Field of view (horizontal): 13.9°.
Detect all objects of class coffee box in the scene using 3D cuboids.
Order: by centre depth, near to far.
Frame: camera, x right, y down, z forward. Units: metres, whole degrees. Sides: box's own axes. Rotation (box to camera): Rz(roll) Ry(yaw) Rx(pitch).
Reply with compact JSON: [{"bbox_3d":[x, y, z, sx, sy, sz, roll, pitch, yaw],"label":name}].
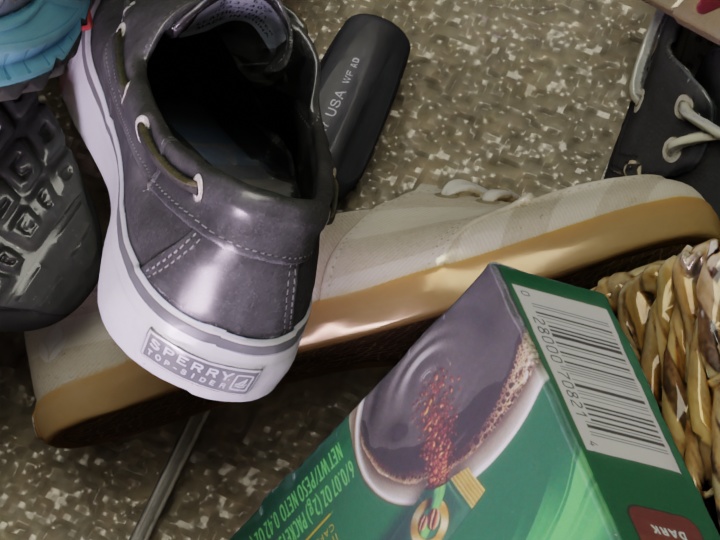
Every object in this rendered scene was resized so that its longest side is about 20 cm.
[{"bbox_3d":[0.041,0.109,0.692,0.044,0.123,0.200,18,38,-38],"label":"coffee box"}]

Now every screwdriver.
[{"bbox_3d":[-0.028,0.011,0.875,0.029,0.028,0.200,26,69,-16],"label":"screwdriver"}]

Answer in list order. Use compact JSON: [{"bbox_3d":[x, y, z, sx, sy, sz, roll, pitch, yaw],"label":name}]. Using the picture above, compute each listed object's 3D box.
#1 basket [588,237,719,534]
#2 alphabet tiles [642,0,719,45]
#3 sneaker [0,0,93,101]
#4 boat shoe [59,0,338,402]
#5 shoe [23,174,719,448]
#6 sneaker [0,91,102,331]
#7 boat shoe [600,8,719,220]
[{"bbox_3d":[0.102,0.115,0.770,0.149,0.143,0.200,17,57,-39],"label":"basket"},{"bbox_3d":[0.178,-0.110,0.811,0.167,0.008,0.200,-47,36,-4],"label":"alphabet tiles"},{"bbox_3d":[-0.097,-0.124,0.812,0.079,0.096,0.200,0,30,3],"label":"sneaker"},{"bbox_3d":[-0.039,-0.045,0.780,0.070,0.066,0.200,20,26,-13],"label":"boat shoe"},{"bbox_3d":[0.000,0.000,0.825,0.200,0.070,0.053,-14,74,5],"label":"shoe"},{"bbox_3d":[-0.146,-0.032,0.854,0.200,0.091,0.076,30,70,31],"label":"sneaker"},{"bbox_3d":[0.115,-0.050,0.875,0.074,0.060,0.200,18,64,13],"label":"boat shoe"}]
